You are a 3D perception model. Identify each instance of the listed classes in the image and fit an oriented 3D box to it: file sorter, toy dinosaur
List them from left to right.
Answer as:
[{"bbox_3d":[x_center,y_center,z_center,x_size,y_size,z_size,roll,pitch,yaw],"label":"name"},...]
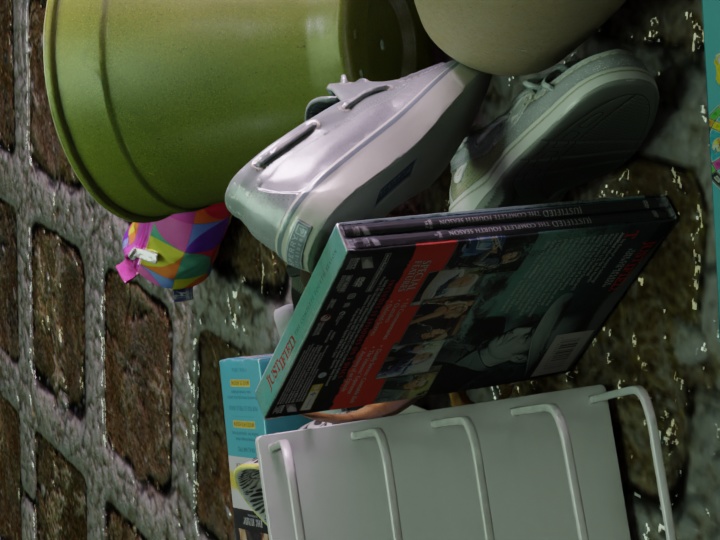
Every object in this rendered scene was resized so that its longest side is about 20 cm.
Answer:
[{"bbox_3d":[0.043,0.050,1.008,0.201,0.106,0.061,-60,-1,-38],"label":"toy dinosaur"},{"bbox_3d":[0.057,0.139,0.886,0.125,0.198,0.140,137,125,-79],"label":"file sorter"}]

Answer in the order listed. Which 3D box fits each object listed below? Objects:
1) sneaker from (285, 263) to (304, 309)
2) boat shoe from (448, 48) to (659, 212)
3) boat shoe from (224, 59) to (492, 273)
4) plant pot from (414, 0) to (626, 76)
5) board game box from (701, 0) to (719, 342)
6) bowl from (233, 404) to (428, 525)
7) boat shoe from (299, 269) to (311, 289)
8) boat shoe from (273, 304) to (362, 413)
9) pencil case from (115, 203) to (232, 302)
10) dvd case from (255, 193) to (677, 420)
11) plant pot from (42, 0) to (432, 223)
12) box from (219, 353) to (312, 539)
[{"bbox_3d":[-0.034,-0.032,1.194,0.200,0.076,0.115,-121,15,-63],"label":"sneaker"},{"bbox_3d":[0.097,-0.075,0.944,0.202,0.074,0.065,131,129,-65],"label":"boat shoe"},{"bbox_3d":[0.001,-0.072,0.898,0.071,0.201,0.070,33,132,15],"label":"boat shoe"},{"bbox_3d":[0.089,-0.197,0.852,0.201,0.186,0.188,102,151,-57],"label":"plant pot"},{"bbox_3d":[0.215,-0.066,0.739,0.151,0.047,0.202,2,97,63],"label":"board game box"},{"bbox_3d":[0.028,0.145,1.053,0.200,0.094,0.201,30,158,13],"label":"bowl"},{"bbox_3d":[0.000,0.000,1.048,0.072,0.067,0.201,-85,-10,-48],"label":"boat shoe"},{"bbox_3d":[-0.015,0.072,1.197,0.200,0.056,0.069,-121,9,-65],"label":"boat shoe"},{"bbox_3d":[-0.139,-0.068,1.390,0.089,0.088,0.201,64,145,34],"label":"pencil case"},{"bbox_3d":[0.054,0.019,0.901,0.022,0.198,0.146,66,148,31],"label":"dvd case"},{"bbox_3d":[-0.064,-0.134,1.080,0.191,0.200,0.202,-1,94,27],"label":"plant pot"},{"bbox_3d":[-0.065,0.166,1.321,0.082,0.049,0.202,-8,88,63],"label":"box"}]
